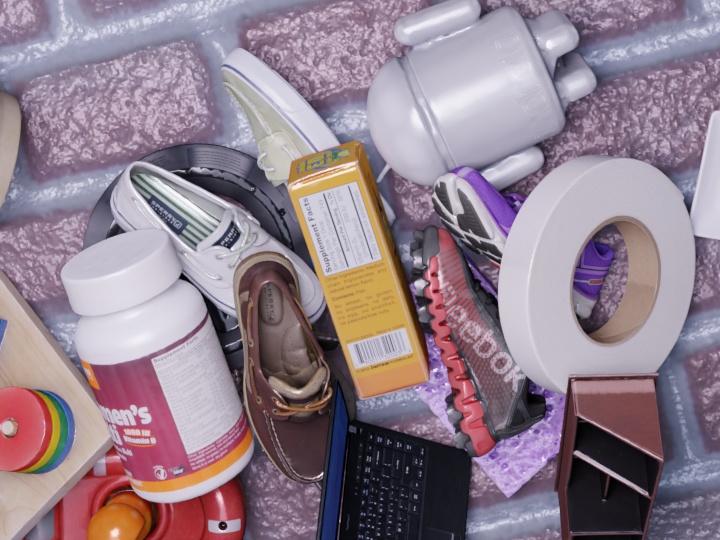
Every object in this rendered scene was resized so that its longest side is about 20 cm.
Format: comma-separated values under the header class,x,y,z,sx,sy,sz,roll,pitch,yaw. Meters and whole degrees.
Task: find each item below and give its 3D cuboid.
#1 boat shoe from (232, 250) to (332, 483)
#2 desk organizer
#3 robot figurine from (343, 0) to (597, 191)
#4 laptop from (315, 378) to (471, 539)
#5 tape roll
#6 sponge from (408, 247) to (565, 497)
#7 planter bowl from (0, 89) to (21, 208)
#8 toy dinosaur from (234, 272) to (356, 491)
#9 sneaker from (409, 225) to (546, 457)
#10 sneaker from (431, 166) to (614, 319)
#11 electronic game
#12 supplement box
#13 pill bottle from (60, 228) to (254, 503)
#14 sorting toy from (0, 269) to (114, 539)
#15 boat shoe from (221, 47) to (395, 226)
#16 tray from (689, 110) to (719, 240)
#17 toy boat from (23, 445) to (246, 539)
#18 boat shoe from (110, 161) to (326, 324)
class,x,y,z,sx,sy,sz,roll,pitch,yaw
boat shoe,-0.057,0.087,1.280,0.072,0.072,0.201,-12,110,-9
desk organizer,0.202,0.168,1.322,0.071,0.200,0.077,-2,56,2
robot figurine,0.089,-0.141,1.316,0.199,0.113,0.170,-25,109,6
laptop,0.029,0.203,1.310,0.199,0.103,0.178,18,66,-27
tape roll,0.197,0.006,1.318,0.202,0.037,0.204,-9,104,-36
sponge,0.105,0.087,1.396,0.111,0.030,0.200,-41,96,8
planter bowl,-0.358,-0.101,1.313,0.134,0.200,0.201,15,101,-28
toy dinosaur,-0.044,0.114,1.369,0.102,0.077,0.201,-22,110,-3
sneaker,0.102,0.052,1.340,0.097,0.071,0.202,-17,101,5
sneaker,0.137,-0.038,1.332,0.200,0.081,0.084,34,86,-39
electronic game,-0.138,-0.008,1.381,0.199,0.042,0.201,-1,100,-6
supplement box,0.000,0.000,1.320,0.068,0.067,0.201,-14,110,6
pill bottle,-0.164,0.076,1.295,0.109,0.110,0.201,-16,111,5
sorting toy,-0.337,0.128,1.357,0.199,0.070,0.200,-45,69,8
boat shoe,-0.053,-0.096,1.346,0.062,0.072,0.200,-43,98,-9
tray,0.383,-0.067,1.365,0.199,0.022,0.108,10,99,0
toy boat,-0.198,0.213,1.376,0.199,0.131,0.131,0,100,2
boat shoe,-0.115,-0.018,1.304,0.199,0.067,0.074,28,66,-1
